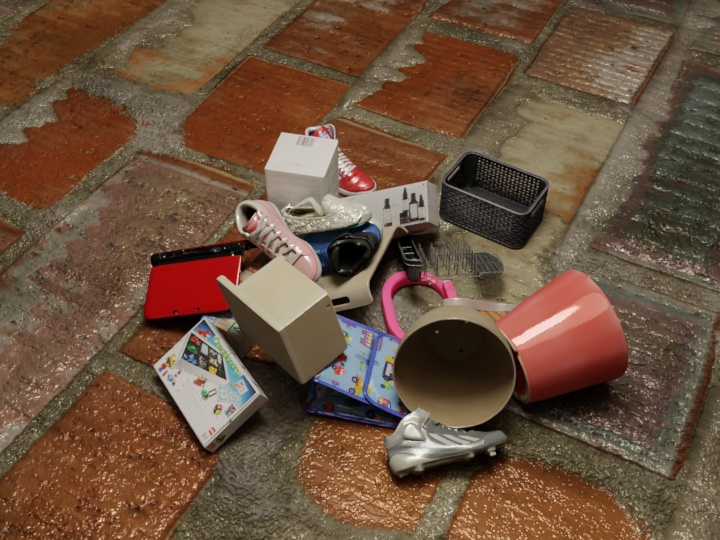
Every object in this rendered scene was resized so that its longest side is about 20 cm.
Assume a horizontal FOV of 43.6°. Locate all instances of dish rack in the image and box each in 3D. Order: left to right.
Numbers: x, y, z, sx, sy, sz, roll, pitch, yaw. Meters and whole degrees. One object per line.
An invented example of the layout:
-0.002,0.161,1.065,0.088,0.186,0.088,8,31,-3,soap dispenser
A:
0.172,-0.024,1.723,0.196,0.056,0.154,-3,21,-4,dish rack

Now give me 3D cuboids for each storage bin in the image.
0.274,-0.147,1.859,0.198,0.095,0.135,24,49,23,storage bin

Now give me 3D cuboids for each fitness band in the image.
0.113,0.074,1.670,0.141,0.038,0.202,-6,44,-7,fitness band

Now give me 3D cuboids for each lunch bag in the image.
0.019,0.183,1.537,0.196,0.095,0.152,17,46,-4,lunch bag

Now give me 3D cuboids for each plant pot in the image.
0.156,0.138,1.491,0.196,0.204,0.135,6,25,5,plant pot
0.324,0.124,1.526,0.175,0.202,0.201,-23,48,-12,plant pot

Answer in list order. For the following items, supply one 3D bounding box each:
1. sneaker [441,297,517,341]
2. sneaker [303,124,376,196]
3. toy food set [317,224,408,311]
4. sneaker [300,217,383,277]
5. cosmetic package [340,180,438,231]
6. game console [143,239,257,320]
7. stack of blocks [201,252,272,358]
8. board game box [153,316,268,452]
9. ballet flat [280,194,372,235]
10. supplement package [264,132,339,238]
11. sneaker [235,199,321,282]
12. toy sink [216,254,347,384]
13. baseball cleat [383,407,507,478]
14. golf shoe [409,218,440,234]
0.229,0.101,1.615,0.197,0.071,0.082,8,76,-25,sneaker
-0.049,-0.239,1.929,0.198,0.114,0.071,29,51,26,sneaker
0.000,0.000,1.703,0.142,0.061,0.201,-13,35,37,toy food set
-0.056,-0.029,1.660,0.197,0.078,0.112,-17,22,21,sneaker
0.054,-0.115,1.766,0.197,0.050,0.084,-9,75,31,cosmetic package
-0.287,0.014,1.683,0.196,0.121,0.172,-6,4,21,game console
-0.187,0.065,1.656,0.114,0.059,0.201,22,48,20,stack of blocks
-0.254,0.187,1.509,0.126,0.035,0.200,-42,54,-1,board game box
-0.072,-0.104,1.659,0.197,0.072,0.072,-8,35,36,ballet flat
-0.111,-0.148,1.773,0.119,0.202,0.121,9,44,8,supplement package
-0.158,-0.051,1.632,0.201,0.075,0.104,52,18,22,sneaker
-0.128,0.066,1.489,0.111,0.132,0.199,-37,43,-20,toy sink
0.135,0.263,1.439,0.196,0.070,0.108,-12,71,-13,baseball cleat
0.073,-0.103,1.836,0.197,0.077,0.091,12,-1,33,golf shoe
